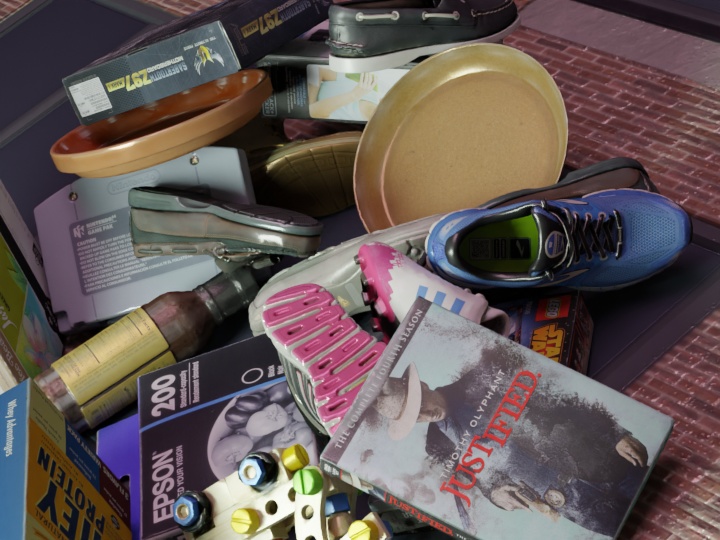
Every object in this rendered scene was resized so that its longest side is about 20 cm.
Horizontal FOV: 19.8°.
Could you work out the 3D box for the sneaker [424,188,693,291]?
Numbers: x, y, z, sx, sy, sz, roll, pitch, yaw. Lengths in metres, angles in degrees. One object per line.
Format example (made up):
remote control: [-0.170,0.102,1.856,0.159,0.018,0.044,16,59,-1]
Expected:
sneaker: [0.150,-0.017,1.529,0.198,0.079,0.089,-7,4,-3]

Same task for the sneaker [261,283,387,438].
sneaker: [-0.004,0.092,1.489,0.073,0.088,0.200,-31,43,-10]

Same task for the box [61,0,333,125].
box: [-0.141,-0.197,1.811,0.199,0.051,0.158,-14,17,38]

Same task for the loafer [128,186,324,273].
loafer: [-0.112,-0.026,1.707,0.199,0.063,0.072,13,11,37]

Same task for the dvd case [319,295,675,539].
dvd case: [0.092,0.117,1.390,0.199,0.022,0.146,26,63,15]

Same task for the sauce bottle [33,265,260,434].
sauce bottle: [-0.172,0.062,1.702,0.199,0.065,0.065,-32,34,-13]

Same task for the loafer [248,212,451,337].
loafer: [0.000,0.000,1.666,0.199,0.070,0.070,-22,33,9]

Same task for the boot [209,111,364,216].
boot: [-0.068,-0.108,1.862,0.199,0.073,0.156,-19,33,14]

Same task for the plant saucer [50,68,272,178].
plant saucer: [-0.169,-0.124,1.779,0.199,0.033,0.200,-17,15,5]

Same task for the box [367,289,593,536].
box: [0.091,0.101,1.498,0.136,0.040,0.201,-11,36,23]

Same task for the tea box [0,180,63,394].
tea box: [-0.350,0.029,1.736,0.133,0.201,0.197,-18,35,11]

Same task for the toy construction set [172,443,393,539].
toy construction set: [-0.066,0.197,1.426,0.199,0.092,0.132,-27,72,10]

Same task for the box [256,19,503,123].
box: [0.020,-0.176,1.842,0.198,0.061,0.117,6,25,19]

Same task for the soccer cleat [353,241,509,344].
soccer cleat: [0.059,0.038,1.518,0.086,0.070,0.200,-19,37,-9]

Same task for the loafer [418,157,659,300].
loafer: [0.141,-0.024,1.601,0.199,0.072,0.063,-26,39,-5]

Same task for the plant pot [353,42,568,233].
plant pot: [0.086,-0.092,1.711,0.199,0.027,0.202,-12,65,27]

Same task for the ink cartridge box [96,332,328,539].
ink cartridge box: [-0.122,0.139,1.583,0.199,0.044,0.199,-21,34,8]

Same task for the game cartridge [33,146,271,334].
game cartridge: [-0.181,-0.033,1.790,0.198,0.134,0.040,-15,-7,14]

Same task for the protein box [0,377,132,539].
protein box: [-0.278,0.222,1.458,0.199,0.135,0.199,-29,33,11]

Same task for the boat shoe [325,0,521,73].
boat shoe: [0.058,-0.219,1.782,0.199,0.061,0.075,-21,26,-36]
